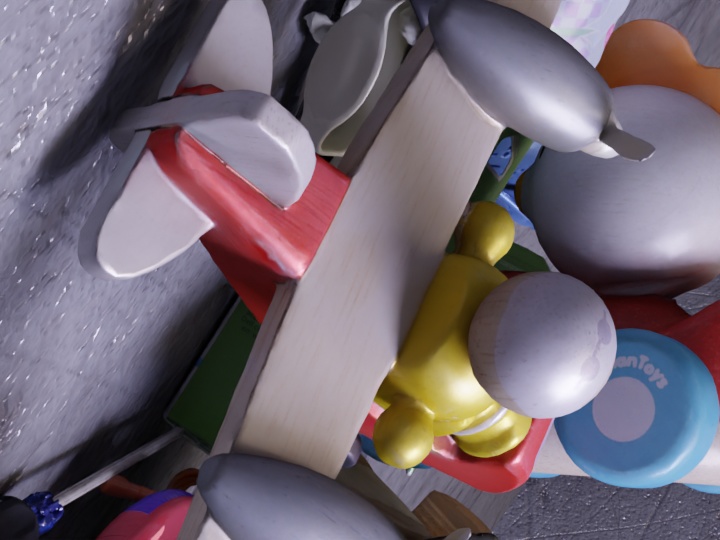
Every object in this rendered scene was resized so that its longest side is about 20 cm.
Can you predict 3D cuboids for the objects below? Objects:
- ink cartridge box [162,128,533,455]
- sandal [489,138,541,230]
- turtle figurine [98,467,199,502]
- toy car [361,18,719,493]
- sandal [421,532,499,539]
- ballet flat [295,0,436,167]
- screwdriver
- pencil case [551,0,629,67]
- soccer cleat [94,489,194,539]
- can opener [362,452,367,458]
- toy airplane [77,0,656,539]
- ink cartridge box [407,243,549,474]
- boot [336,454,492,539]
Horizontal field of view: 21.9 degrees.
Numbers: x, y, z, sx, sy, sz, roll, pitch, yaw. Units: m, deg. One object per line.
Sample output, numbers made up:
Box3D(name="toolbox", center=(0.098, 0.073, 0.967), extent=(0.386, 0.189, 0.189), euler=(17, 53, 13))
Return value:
Box3D(name="ink cartridge box", center=(0.000, 0.000, 0.838), extent=(0.200, 0.059, 0.104), euler=(-58, 167, 1))
Box3D(name="sandal", center=(0.087, -0.071, 0.952), extent=(0.080, 0.087, 0.200), euler=(-55, 167, -5))
Box3D(name="turtle figurine", center=(-0.095, 0.147, 0.827), extent=(0.161, 0.064, 0.200), euler=(-55, 151, 3))
Box3D(name="toy car", center=(0.100, -0.008, 0.807), extent=(0.184, 0.177, 0.200), euler=(18, 76, -65))
Box3D(name="sandal", center=(0.011, 0.173, 0.754), extent=(0.080, 0.057, 0.201), euler=(-4, 136, -30))
Box3D(name="ballet flat", center=(-0.005, -0.047, 0.689), extent=(0.073, 0.073, 0.200), euler=(-44, 162, -50))
Box3D(name="screwdriver", center=(-0.105, 0.081, 0.688), extent=(0.029, 0.028, 0.200), euler=(-31, 178, 26))
Box3D(name="pencil case", center=(0.096, -0.161, 0.745), extent=(0.091, 0.083, 0.200), euler=(9, 113, -51))
Box3D(name="soccer cleat", center=(-0.127, 0.166, 0.740), extent=(0.067, 0.076, 0.200), euler=(18, 102, -50))
Box3D(name="can opener", center=(0.000, 0.058, 0.969), extent=(0.200, 0.053, 0.067), euler=(110, -19, -46))
Box3D(name="toy airplane", center=(0.011, 0.004, 0.577), extent=(0.199, 0.141, 0.200), euler=(-21, 118, -51))
Box3D(name="ink cartridge box", center=(0.067, 0.048, 1.051), extent=(0.104, 0.059, 0.200), euler=(-62, -171, 12))
Box3D(name="boot", center=(-0.030, 0.145, 0.785), extent=(0.144, 0.071, 0.201), euler=(-49, 146, 6))
